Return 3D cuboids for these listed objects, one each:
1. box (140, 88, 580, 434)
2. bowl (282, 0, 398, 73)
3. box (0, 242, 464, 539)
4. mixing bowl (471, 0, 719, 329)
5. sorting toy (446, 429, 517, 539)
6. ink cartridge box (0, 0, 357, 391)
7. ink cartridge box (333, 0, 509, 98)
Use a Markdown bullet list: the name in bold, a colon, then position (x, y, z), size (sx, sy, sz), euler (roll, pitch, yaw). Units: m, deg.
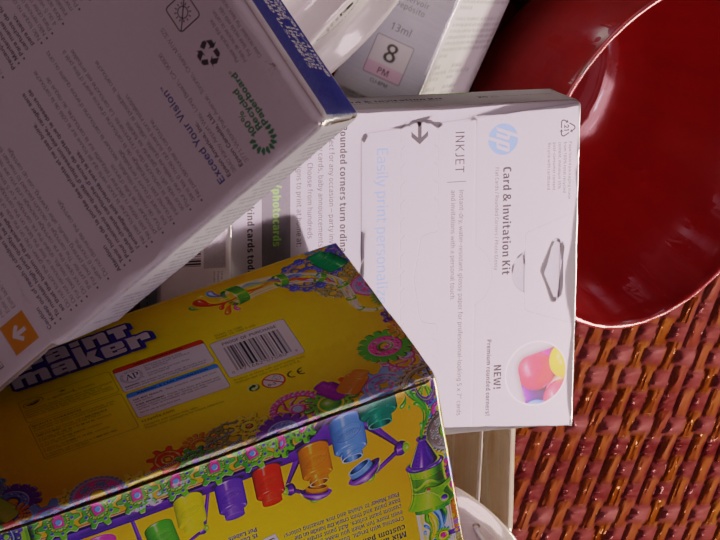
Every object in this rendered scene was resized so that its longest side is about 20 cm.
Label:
- **box**: position (0.000, 0.000, 1.250), size (0.199, 0.041, 0.157), euler (-4, 105, -16)
- **bowl**: position (-0.037, -0.137, 1.207), size (0.201, 0.094, 0.201), euler (-44, 172, -8)
- **box**: position (-0.066, 0.124, 1.173), size (0.199, 0.122, 0.193), euler (-18, 123, -13)
- **mixing bowl**: position (0.129, -0.080, 1.466), size (0.200, 0.108, 0.201), euler (-23, 128, -33)
- **sorting toy**: position (0.001, 0.037, 1.404), size (0.107, 0.201, 0.180), euler (-21, 131, 25)
- **ink cartridge box**: position (-0.129, -0.082, 1.118), size (0.200, 0.197, 0.043), euler (-38, 170, 25)
- **ink cartridge box**: position (0.058, -0.171, 1.327), size (0.163, 0.057, 0.201), euler (-26, 137, -78)
